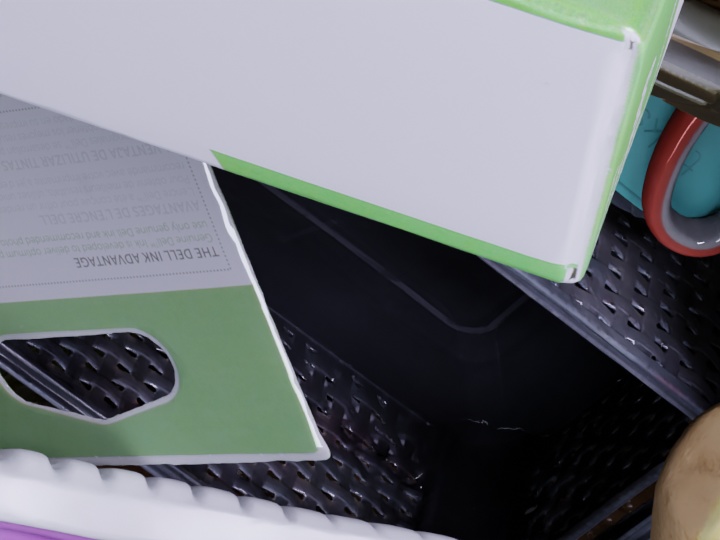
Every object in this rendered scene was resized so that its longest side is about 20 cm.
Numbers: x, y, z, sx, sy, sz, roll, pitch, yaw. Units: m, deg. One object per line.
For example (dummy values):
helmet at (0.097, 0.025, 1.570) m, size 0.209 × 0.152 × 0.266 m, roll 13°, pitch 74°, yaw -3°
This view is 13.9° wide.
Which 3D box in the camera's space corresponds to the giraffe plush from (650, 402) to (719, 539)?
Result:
giraffe plush at (0.189, 0.083, 0.735) m, size 0.199 × 0.173 × 0.162 m, roll 11°, pitch 161°, yaw 36°

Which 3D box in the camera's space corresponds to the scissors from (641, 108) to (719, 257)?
scissors at (0.131, -0.071, 0.708) m, size 0.073 × 0.014 × 0.201 m, roll 13°, pitch 133°, yaw -14°

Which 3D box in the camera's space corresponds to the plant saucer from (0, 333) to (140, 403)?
plant saucer at (-0.149, -0.023, 0.939) m, size 0.199 × 0.048 × 0.200 m, roll 39°, pitch 141°, yaw -19°

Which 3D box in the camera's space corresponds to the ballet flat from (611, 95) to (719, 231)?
ballet flat at (0.032, -0.082, 0.746) m, size 0.073 × 0.073 × 0.200 m, roll -18°, pitch 137°, yaw 41°

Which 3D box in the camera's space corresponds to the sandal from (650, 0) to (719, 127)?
sandal at (0.080, -0.064, 0.676) m, size 0.199 × 0.054 × 0.080 m, roll 18°, pitch 180°, yaw -6°

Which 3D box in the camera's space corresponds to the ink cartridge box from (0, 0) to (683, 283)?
ink cartridge box at (0.012, -0.116, 0.613) m, size 0.145 × 0.201 × 0.084 m, roll 19°, pitch 145°, yaw 7°

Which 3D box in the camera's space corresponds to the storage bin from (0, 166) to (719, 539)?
storage bin at (0.000, 0.000, 0.827) m, size 0.200 × 0.094 × 0.135 m, roll 36°, pitch 128°, yaw -17°

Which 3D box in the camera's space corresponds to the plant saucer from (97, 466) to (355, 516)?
plant saucer at (-0.099, 0.080, 0.922) m, size 0.199 × 0.038 × 0.200 m, roll 6°, pitch 179°, yaw 0°

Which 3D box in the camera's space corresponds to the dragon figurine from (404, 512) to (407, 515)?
dragon figurine at (0.011, 0.137, 1.036) m, size 0.058 × 0.100 × 0.201 m, roll 13°, pitch 123°, yaw 16°

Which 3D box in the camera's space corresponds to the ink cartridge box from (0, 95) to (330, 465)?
ink cartridge box at (-0.085, -0.048, 0.734) m, size 0.145 × 0.048 × 0.201 m, roll -4°, pitch 119°, yaw 40°

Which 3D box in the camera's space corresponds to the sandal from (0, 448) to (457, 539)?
sandal at (-0.036, 0.088, 0.783) m, size 0.201 × 0.050 × 0.082 m, roll 14°, pitch 165°, yaw -17°
